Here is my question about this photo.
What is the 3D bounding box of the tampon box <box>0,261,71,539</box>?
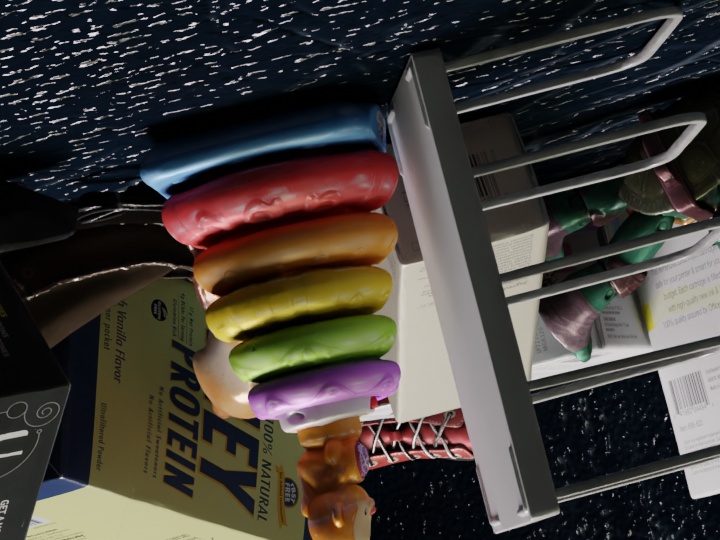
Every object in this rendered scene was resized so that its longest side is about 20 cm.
[{"bbox_3d":[-0.255,0.073,1.346,0.199,0.126,0.150,-8,137,-32],"label":"tampon box"}]

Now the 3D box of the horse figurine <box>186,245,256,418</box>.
[{"bbox_3d":[-0.047,0.020,1.544,0.133,0.050,0.200,-45,163,-36],"label":"horse figurine"}]

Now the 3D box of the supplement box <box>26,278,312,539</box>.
[{"bbox_3d":[-0.153,0.094,1.688,0.199,0.135,0.199,-17,152,41],"label":"supplement box"}]

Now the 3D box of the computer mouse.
[{"bbox_3d":[-0.136,-0.033,1.363,0.058,0.034,0.200,-6,-175,31],"label":"computer mouse"}]

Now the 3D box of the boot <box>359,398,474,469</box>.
[{"bbox_3d":[-0.001,0.107,1.915,0.144,0.073,0.200,11,-153,41],"label":"boot"}]

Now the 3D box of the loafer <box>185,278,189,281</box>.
[{"bbox_3d":[-0.069,0.016,1.764,0.200,0.068,0.070,-20,158,39],"label":"loafer"}]

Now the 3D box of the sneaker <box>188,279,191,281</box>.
[{"bbox_3d":[0.000,0.000,1.650,0.199,0.082,0.074,-10,173,-21],"label":"sneaker"}]

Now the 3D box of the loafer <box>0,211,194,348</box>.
[{"bbox_3d":[-0.168,0.014,1.493,0.199,0.072,0.073,-11,174,-10],"label":"loafer"}]

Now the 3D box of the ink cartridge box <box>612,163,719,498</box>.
[{"bbox_3d":[0.229,0.017,1.719,0.083,0.201,0.145,-13,175,-23],"label":"ink cartridge box"}]

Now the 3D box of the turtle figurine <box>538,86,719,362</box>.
[{"bbox_3d":[0.175,-0.044,1.551,0.199,0.101,0.150,-31,-148,21],"label":"turtle figurine"}]

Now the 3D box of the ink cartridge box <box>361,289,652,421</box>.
[{"bbox_3d":[0.082,0.049,1.783,0.173,0.044,0.200,-14,174,17],"label":"ink cartridge box"}]

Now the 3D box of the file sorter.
[{"bbox_3d":[0.098,0.001,1.313,0.124,0.201,0.139,-13,174,-5],"label":"file sorter"}]

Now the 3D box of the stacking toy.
[{"bbox_3d":[-0.023,0.032,1.339,0.109,0.201,0.116,-12,173,4],"label":"stacking toy"}]

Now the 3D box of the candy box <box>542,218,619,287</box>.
[{"bbox_3d":[0.114,0.006,1.983,0.167,0.072,0.200,-14,174,19],"label":"candy box"}]

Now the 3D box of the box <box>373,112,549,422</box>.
[{"bbox_3d":[0.047,0.002,1.540,0.082,0.069,0.200,-15,155,-8],"label":"box"}]
